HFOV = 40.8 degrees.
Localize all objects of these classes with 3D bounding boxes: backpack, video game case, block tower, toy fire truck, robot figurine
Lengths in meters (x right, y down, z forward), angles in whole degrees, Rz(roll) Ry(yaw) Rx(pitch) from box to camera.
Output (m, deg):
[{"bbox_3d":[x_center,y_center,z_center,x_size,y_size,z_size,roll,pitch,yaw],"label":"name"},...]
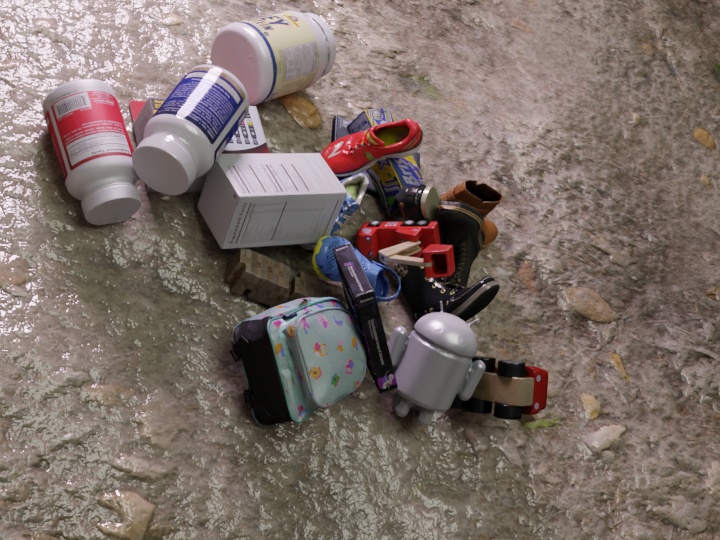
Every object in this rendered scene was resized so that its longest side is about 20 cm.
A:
[{"bbox_3d":[-0.079,0.128,1.491,0.200,0.153,0.176,-26,100,-57],"label":"backpack"},{"bbox_3d":[0.031,-0.204,1.870,0.200,0.019,0.143,20,54,-26],"label":"video game case"},{"bbox_3d":[-0.120,0.030,1.584,0.200,0.058,0.054,22,41,-24],"label":"block tower"},{"bbox_3d":[0.076,-0.039,1.680,0.141,0.200,0.049,-52,138,-57],"label":"toy fire truck"},{"bbox_3d":[0.265,0.216,1.704,0.200,0.176,0.129,4,90,-42],"label":"toy fire truck"},{"bbox_3d":[0.121,0.154,1.607,0.169,0.200,0.113,24,8,-12],"label":"robot figurine"}]

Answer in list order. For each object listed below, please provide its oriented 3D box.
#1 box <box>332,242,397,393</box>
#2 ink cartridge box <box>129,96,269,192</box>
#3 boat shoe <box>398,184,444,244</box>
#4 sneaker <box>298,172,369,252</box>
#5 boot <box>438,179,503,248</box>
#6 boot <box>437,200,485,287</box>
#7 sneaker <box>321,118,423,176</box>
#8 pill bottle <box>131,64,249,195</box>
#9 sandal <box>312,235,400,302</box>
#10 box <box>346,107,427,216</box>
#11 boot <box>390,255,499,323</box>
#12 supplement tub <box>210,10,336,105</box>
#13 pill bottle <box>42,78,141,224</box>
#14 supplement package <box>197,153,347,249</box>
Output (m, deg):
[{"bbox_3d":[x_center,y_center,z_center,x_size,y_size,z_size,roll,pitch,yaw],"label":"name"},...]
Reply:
[{"bbox_3d":[0.007,0.075,1.532,0.036,0.200,0.143,-17,35,-7],"label":"box"},{"bbox_3d":[-0.266,-0.223,1.609,0.200,0.084,0.176,-3,66,-38],"label":"ink cartridge box"},{"bbox_3d":[0.122,-0.083,1.789,0.074,0.063,0.202,-65,148,-29],"label":"boat shoe"},{"bbox_3d":[-0.053,-0.109,1.709,0.076,0.077,0.200,43,49,-10],"label":"sneaker"},{"bbox_3d":[0.224,-0.113,1.867,0.200,0.155,0.077,16,55,-30],"label":"boot"},{"bbox_3d":[0.175,-0.031,1.761,0.200,0.077,0.139,46,59,-59],"label":"boot"},{"bbox_3d":[0.015,-0.233,1.754,0.085,0.200,0.077,52,20,-75],"label":"sneaker"},{"bbox_3d":[-0.258,-0.213,1.472,0.116,0.116,0.200,37,49,-14],"label":"pill bottle"},{"bbox_3d":[0.000,0.000,1.632,0.200,0.087,0.080,30,74,-44],"label":"sandal"},{"bbox_3d":[0.055,-0.206,1.833,0.070,0.064,0.200,-13,74,-41],"label":"box"},{"bbox_3d":[0.140,0.023,1.695,0.073,0.204,0.154,-12,68,-41],"label":"boot"},{"bbox_3d":[-0.154,-0.388,1.750,0.200,0.145,0.145,-29,83,-44],"label":"supplement tub"},{"bbox_3d":[-0.399,-0.177,1.459,0.112,0.112,0.200,-8,70,-40],"label":"pill bottle"},{"bbox_3d":[-0.144,-0.116,1.572,0.200,0.114,0.110,-4,45,-35],"label":"supplement package"}]
